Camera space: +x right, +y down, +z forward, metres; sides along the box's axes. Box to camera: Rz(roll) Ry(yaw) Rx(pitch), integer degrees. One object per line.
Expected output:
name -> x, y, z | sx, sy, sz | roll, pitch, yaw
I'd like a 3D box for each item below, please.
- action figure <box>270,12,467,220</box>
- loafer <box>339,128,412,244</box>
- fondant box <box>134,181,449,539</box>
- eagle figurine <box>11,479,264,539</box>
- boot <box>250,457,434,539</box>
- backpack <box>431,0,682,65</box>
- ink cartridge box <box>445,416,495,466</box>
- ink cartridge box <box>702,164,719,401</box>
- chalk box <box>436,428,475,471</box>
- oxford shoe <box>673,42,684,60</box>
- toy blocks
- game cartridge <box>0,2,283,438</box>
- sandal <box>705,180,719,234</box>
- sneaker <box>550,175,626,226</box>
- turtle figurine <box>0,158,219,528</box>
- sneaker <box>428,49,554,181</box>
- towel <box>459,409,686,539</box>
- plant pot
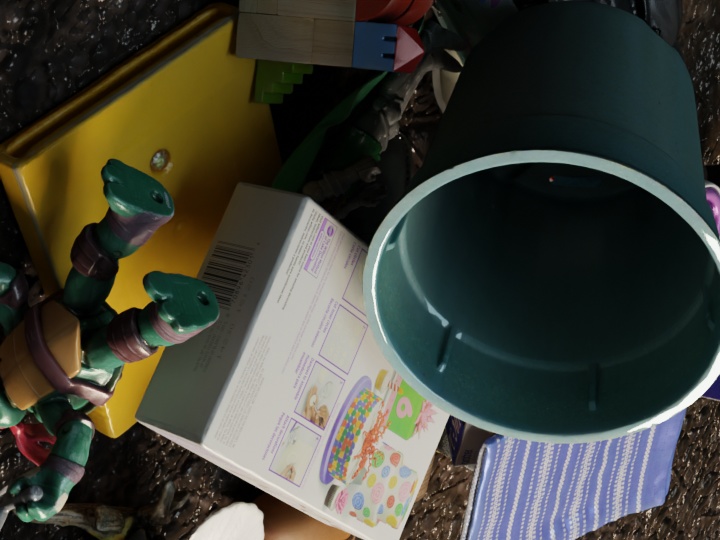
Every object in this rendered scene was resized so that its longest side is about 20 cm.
action figure -> -0.010, -0.063, 0.970 | 0.200, 0.055, 0.118 | -52, 172, -8
loafer -> 0.000, 0.000, 1.031 | 0.068, 0.070, 0.202 | 17, 82, -21
fondant box -> -0.023, 0.060, 0.924 | 0.200, 0.058, 0.145 | 38, 71, -47
eagle figurine -> -0.125, 0.237, 0.961 | 0.150, 0.202, 0.151 | -6, 161, -15
boot -> -0.010, 0.102, 1.091 | 0.199, 0.076, 0.157 | -15, 117, -43
backpack -> 0.115, -0.196, 1.028 | 0.167, 0.126, 0.201 | -38, 109, -23
ink cartridge box -> 0.083, 0.059, 1.103 | 0.044, 0.095, 0.200 | -8, 156, -5
ink cartridge box -> 0.277, 0.005, 1.310 | 0.043, 0.200, 0.199 | 30, 82, -15
chalk box -> 0.159, 0.067, 1.233 | 0.123, 0.124, 0.202 | 7, 103, -46
oxford shoe -> 0.192, -0.083, 1.212 | 0.073, 0.084, 0.201 | 53, 43, -40
toy blocks -> 0.006, -0.188, 0.892 | 0.100, 0.136, 0.202 | -9, 106, -63
game cartridge -> -0.115, -0.028, 0.940 | 0.176, 0.032, 0.201 | -40, 137, -32
sandal -> 0.205, 0.009, 1.132 | 0.203, 0.050, 0.083 | -50, 128, -23
sneaker -> 0.169, -0.045, 1.082 | 0.081, 0.076, 0.201 | 40, 67, -41
turtle figurine -> -0.166, 0.041, 0.841 | 0.200, 0.150, 0.101 | -38, 174, 26
sneaker -> 0.114, -0.095, 1.129 | 0.070, 0.093, 0.201 | -43, 137, -28
towel -> 0.156, 0.144, 1.143 | 0.199, 0.024, 0.146 | -19, 133, -31
plant pot -> 0.115, -0.041, 0.918 | 0.197, 0.198, 0.201 | -74, 158, -50
